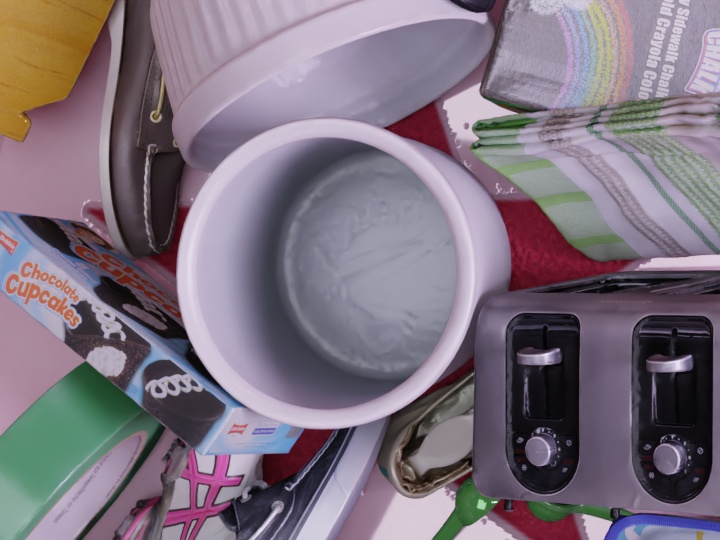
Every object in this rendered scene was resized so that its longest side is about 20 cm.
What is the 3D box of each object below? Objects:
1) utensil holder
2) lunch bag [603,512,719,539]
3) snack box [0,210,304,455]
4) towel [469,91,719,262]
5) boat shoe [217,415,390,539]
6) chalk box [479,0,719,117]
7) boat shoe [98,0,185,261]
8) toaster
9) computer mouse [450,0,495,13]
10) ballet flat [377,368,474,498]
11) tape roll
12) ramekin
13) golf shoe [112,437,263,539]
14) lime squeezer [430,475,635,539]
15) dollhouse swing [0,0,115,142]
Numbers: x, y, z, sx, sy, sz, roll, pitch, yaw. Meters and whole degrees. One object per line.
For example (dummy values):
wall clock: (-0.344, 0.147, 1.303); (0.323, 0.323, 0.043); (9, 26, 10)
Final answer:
utensil holder: (0.000, 0.000, 1.369); (0.168, 0.200, 0.172); (0, 91, 12)
lunch bag: (0.207, 0.200, 1.260); (0.169, 0.200, 0.129); (6, 96, 11)
snack box: (-0.130, 0.036, 1.370); (0.200, 0.116, 0.037); (37, 101, 20)
towel: (0.175, -0.044, 1.325); (0.199, 0.149, 0.031); (-4, 55, 44)
boat shoe: (-0.053, 0.157, 1.403); (0.068, 0.072, 0.201); (31, 80, 7)
chalk box: (0.186, -0.132, 1.366); (0.199, 0.124, 0.125); (16, 94, 10)
boat shoe: (-0.124, -0.106, 1.459); (0.059, 0.072, 0.202); (1, 86, 15)
toaster: (0.184, 0.066, 1.300); (0.180, 0.199, 0.120); (1, 96, 38)
computer mouse: (0.039, -0.242, 1.341); (0.140, 0.201, 0.046); (37, 121, -24)
ballet flat: (0.096, 0.076, 1.419); (0.199, 0.069, 0.070); (-35, 85, 10)
tape roll: (-0.195, 0.138, 1.413); (0.048, 0.200, 0.201); (40, 99, 8)
ramekin: (-0.029, -0.148, 1.377); (0.199, 0.200, 0.106); (-24, 78, 11)
golf shoe: (-0.088, 0.143, 1.460); (0.092, 0.073, 0.201); (33, 107, 3)
lime squeezer: (0.102, 0.156, 1.434); (0.198, 0.038, 0.071); (-10, 90, 11)
dollhouse swing: (-0.250, -0.218, 1.477); (0.181, 0.176, 0.201); (24, 97, -20)
